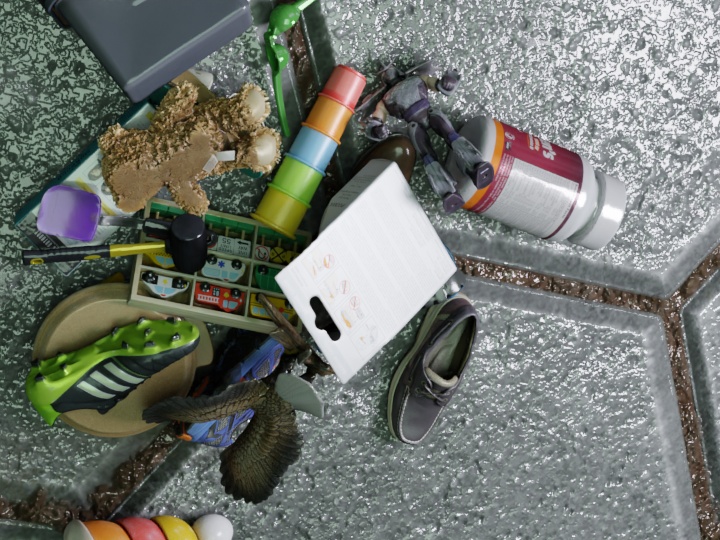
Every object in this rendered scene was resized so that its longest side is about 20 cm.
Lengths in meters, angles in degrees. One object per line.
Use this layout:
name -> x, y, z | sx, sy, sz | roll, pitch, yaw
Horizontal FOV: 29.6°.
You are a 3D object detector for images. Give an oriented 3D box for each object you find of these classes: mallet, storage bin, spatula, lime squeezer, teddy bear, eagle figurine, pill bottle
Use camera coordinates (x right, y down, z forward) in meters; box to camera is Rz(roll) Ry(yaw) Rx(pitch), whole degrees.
mallet -> -0.261, -0.028, 1.460 | 0.198, 0.041, 0.066 | -1, 143, -15
storage bin -> -0.210, -0.276, 1.401 | 0.199, 0.146, 0.135 | -35, 88, -4
spatula -> -0.251, -0.052, 1.491 | 0.199, 0.021, 0.057 | 9, 104, -24
lime squeezer -> -0.080, -0.254, 1.528 | 0.070, 0.038, 0.201 | 8, 105, -48
teddy bear -> -0.183, -0.133, 1.462 | 0.199, 0.067, 0.145 | -33, 128, -1
eagle figurine -> -0.121, 0.155, 1.507 | 0.200, 0.152, 0.151 | -44, 154, 0
pill bottle -> 0.205, -0.099, 1.598 | 0.199, 0.110, 0.110 | 19, 100, -19

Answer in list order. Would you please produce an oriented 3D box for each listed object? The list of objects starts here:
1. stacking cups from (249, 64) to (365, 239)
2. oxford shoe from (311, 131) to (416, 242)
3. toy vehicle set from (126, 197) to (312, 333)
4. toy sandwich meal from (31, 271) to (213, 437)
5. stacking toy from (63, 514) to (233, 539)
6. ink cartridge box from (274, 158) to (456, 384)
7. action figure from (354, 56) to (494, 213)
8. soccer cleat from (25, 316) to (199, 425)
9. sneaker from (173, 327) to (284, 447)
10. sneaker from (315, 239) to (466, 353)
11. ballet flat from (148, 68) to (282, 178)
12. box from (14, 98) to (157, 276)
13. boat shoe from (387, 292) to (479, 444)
stacking cups -> -0.052, -0.135, 1.544 | 0.060, 0.060, 0.201 | 31, 85, -20
oxford shoe -> 0.010, -0.066, 1.573 | 0.072, 0.084, 0.201 | 28, 96, -18
toy vehicle set -> -0.157, -0.003, 1.543 | 0.199, 0.027, 0.125 | 12, 67, -17
toy sandwich meal -> -0.276, 0.093, 1.558 | 0.203, 0.070, 0.207 | -3, 107, -10
stacking toy -> -0.242, 0.337, 1.617 | 0.199, 0.146, 0.147 | -18, 110, -25
ink cartridge box -> 0.000, 0.000, 1.508 | 0.200, 0.047, 0.161 | -44, 120, -23
action figure -> 0.073, -0.166, 1.527 | 0.130, 0.069, 0.201 | -37, 67, 9
soccer cleat -> -0.268, 0.110, 1.499 | 0.199, 0.068, 0.081 | -19, 127, -4
sneaker -> -0.137, 0.127, 1.606 | 0.078, 0.075, 0.200 | 35, 101, -34
sneaker -> 0.024, 0.030, 1.618 | 0.199, 0.073, 0.082 | -31, 101, -12
ballet flat -> -0.169, -0.183, 1.514 | 0.200, 0.068, 0.063 | 40, 65, -23
box -> -0.283, -0.094, 1.508 | 0.200, 0.049, 0.082 | -42, 111, 0
boat shoe -> 0.090, 0.125, 1.657 | 0.072, 0.065, 0.201 | 20, 101, -20
